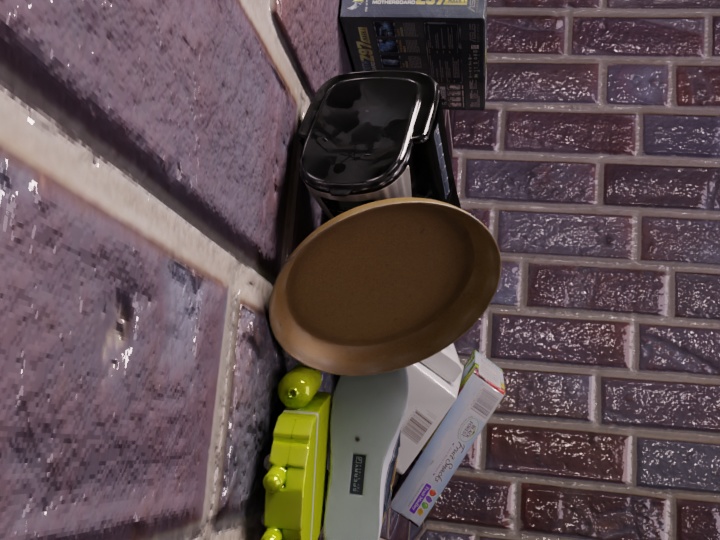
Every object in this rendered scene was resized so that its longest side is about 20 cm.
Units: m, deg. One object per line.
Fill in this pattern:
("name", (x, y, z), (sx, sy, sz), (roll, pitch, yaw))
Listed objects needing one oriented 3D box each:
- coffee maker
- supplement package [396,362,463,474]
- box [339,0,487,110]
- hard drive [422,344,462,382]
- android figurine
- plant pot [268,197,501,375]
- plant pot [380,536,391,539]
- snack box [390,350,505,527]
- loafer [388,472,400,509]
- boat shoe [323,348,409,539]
("coffee maker", (0.023, -0.080, 0.775), (0.202, 0.132, 0.195), (71, 8, -48))
("supplement package", (0.051, 0.145, 1.033), (0.115, 0.109, 0.200), (-55, 174, 9))
("box", (0.067, -0.253, 0.964), (0.200, 0.154, 0.052), (64, 30, -70))
("hard drive", (0.058, 0.058, 1.032), (0.026, 0.131, 0.200), (-52, -172, 10))
("android figurine", (-0.054, 0.177, 0.722), (0.200, 0.040, 0.187), (-34, 127, -81))
("plant pot", (0.019, 0.013, 0.696), (0.202, 0.195, 0.028), (83, -8, -47))
("plant pot", (0.044, 0.446, 1.052), (0.200, 0.196, 0.177), (58, 53, -74))
("snack box", (0.113, 0.211, 1.082), (0.202, 0.052, 0.142), (-59, 175, 8))
("loafer", (-0.004, 0.277, 1.018), (0.074, 0.070, 0.200), (-59, 175, 10))
("boat shoe", (0.003, 0.170, 0.804), (0.091, 0.069, 0.205), (70, 31, -81))
